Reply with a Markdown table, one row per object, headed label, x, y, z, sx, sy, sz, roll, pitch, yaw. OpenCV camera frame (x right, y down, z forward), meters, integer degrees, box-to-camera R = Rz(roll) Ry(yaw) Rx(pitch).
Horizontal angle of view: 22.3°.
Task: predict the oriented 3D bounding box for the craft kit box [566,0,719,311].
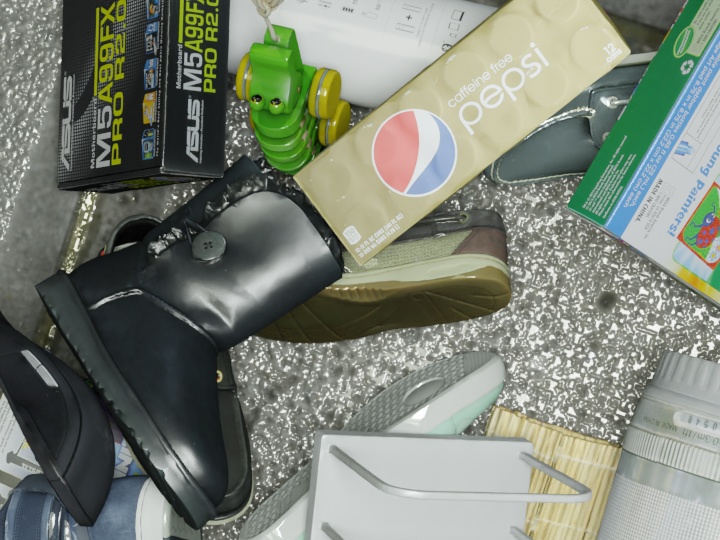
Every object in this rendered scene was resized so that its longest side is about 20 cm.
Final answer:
| label | x | y | z | sx | sy | sz | roll | pitch | yaw |
| --- | --- | --- | --- | --- | --- | --- | --- | --- | --- |
| craft kit box | 0.242 | -0.075 | 1.062 | 0.197 | 0.048 | 0.201 | 30 | 92 | -33 |

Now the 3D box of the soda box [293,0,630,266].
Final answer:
| label | x | y | z | sx | sy | sz | roll | pitch | yaw |
| --- | --- | --- | --- | --- | --- | --- | --- | --- | --- |
| soda box | 0.060 | -0.092 | 1.065 | 0.199 | 0.064 | 0.068 | -38 | 91 | 8 |

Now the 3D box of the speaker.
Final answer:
| label | x | y | z | sx | sy | sz | roll | pitch | yaw |
| --- | --- | --- | --- | --- | --- | --- | --- | --- | --- |
| speaker | -0.005 | -0.146 | 1.146 | 0.198 | 0.081 | 0.082 | 14 | 89 | 9 |

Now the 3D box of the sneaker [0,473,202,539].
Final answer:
| label | x | y | z | sx | sy | sz | roll | pitch | yaw |
| --- | --- | --- | --- | --- | --- | --- | --- | --- | --- |
| sneaker | -0.164 | 0.215 | 1.106 | 0.144 | 0.077 | 0.205 | -1 | 108 | 13 |

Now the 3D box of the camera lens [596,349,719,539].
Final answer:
| label | x | y | z | sx | sy | sz | roll | pitch | yaw |
| --- | --- | --- | --- | --- | --- | --- | --- | --- | --- |
| camera lens | 0.217 | 0.162 | 1.056 | 0.158 | 0.160 | 0.202 | 16 | 90 | 9 |

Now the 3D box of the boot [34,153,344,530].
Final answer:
| label | x | y | z | sx | sy | sz | roll | pitch | yaw |
| --- | --- | --- | --- | --- | --- | --- | --- | --- | --- |
| boot | -0.078 | 0.032 | 1.056 | 0.167 | 0.077 | 0.200 | -31 | 52 | -10 |

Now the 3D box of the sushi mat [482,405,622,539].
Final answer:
| label | x | y | z | sx | sy | sz | roll | pitch | yaw |
| --- | --- | --- | --- | --- | --- | --- | --- | --- | --- |
| sushi mat | 0.097 | 0.193 | 1.148 | 0.095 | 0.012 | 0.202 | 19 | 91 | 8 |

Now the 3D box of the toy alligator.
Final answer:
| label | x | y | z | sx | sy | sz | roll | pitch | yaw |
| --- | --- | --- | --- | --- | --- | --- | --- | --- | --- |
| toy alligator | -0.048 | -0.104 | 1.090 | 0.059 | 0.200 | 0.055 | 13 | 70 | 14 |

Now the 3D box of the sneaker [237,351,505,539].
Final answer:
| label | x | y | z | sx | sy | sz | roll | pitch | yaw |
| --- | --- | --- | --- | --- | --- | --- | --- | --- | --- |
| sneaker | 0.032 | 0.146 | 1.141 | 0.200 | 0.074 | 0.119 | -40 | 105 | -8 |

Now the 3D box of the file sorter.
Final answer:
| label | x | y | z | sx | sy | sz | roll | pitch | yaw |
| --- | --- | --- | --- | --- | --- | --- | --- | --- | --- |
| file sorter | 0.045 | 0.207 | 1.051 | 0.137 | 0.124 | 0.202 | 4 | 97 | -19 |

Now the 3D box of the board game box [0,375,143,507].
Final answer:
| label | x | y | z | sx | sy | sz | roll | pitch | yaw |
| --- | --- | --- | --- | --- | --- | --- | --- | --- | --- |
| board game box | -0.215 | 0.163 | 1.177 | 0.164 | 0.057 | 0.202 | 23 | 91 | 7 |

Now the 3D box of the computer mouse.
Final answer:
| label | x | y | z | sx | sy | sz | roll | pitch | yaw |
| --- | --- | --- | --- | --- | --- | --- | --- | --- | --- |
| computer mouse | -0.193 | 0.046 | 1.049 | 0.046 | 0.141 | 0.200 | -30 | 41 | -9 |

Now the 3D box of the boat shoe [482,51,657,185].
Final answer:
| label | x | y | z | sx | sy | sz | roll | pitch | yaw |
| --- | --- | --- | --- | --- | --- | --- | --- | --- | --- |
| boat shoe | 0.166 | -0.088 | 1.108 | 0.198 | 0.073 | 0.062 | -17 | 53 | -1 |

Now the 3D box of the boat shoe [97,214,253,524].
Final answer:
| label | x | y | z | sx | sy | sz | roll | pitch | yaw |
| --- | --- | --- | --- | --- | --- | --- | --- | --- | --- |
| boat shoe | -0.116 | 0.060 | 1.129 | 0.073 | 0.063 | 0.203 | -12 | 63 | -21 |

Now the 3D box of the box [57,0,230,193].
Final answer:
| label | x | y | z | sx | sy | sz | roll | pitch | yaw |
| --- | --- | --- | --- | --- | --- | --- | --- | --- | --- |
| box | -0.136 | -0.153 | 1.134 | 0.044 | 0.160 | 0.203 | 3 | 88 | -33 |

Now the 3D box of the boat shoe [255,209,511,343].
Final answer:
| label | x | y | z | sx | sy | sz | roll | pitch | yaw |
| --- | --- | --- | --- | --- | --- | --- | --- | --- | --- |
| boat shoe | 0.000 | -0.001 | 1.150 | 0.199 | 0.072 | 0.067 | -6 | 57 | 21 |
